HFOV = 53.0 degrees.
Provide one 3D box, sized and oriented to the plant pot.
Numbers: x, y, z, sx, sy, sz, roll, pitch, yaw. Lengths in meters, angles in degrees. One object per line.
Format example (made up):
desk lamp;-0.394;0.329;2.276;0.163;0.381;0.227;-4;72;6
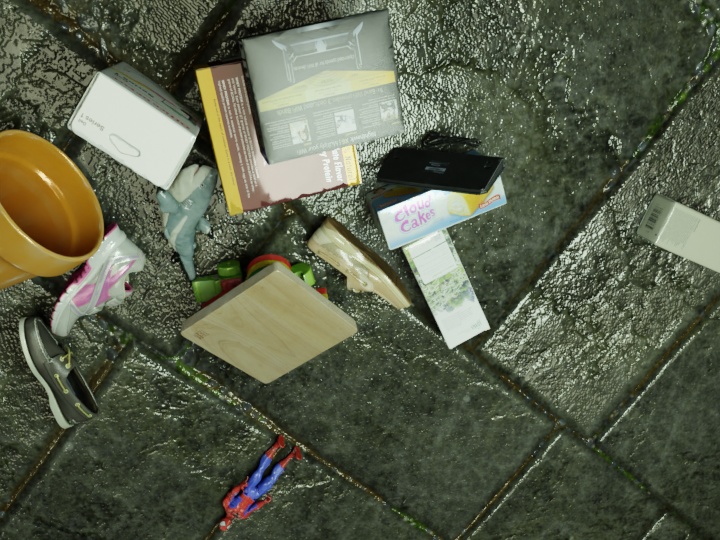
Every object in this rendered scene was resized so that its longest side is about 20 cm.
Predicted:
plant pot;-0.500;-0.062;1.019;0.181;0.201;0.202;-29;112;18

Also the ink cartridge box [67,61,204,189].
ink cartridge box;-0.297;-0.204;0.988;0.143;0.201;0.085;32;102;-18

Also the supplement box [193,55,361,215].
supplement box;-0.120;-0.211;1.043;0.195;0.133;0.202;-15;110;-10

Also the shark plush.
shark plush;-0.260;-0.065;1.097;0.081;0.091;0.205;9;111;-1

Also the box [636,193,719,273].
box;0.588;-0.057;1.255;0.196;0.069;0.084;22;104;-16

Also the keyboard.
keyboard;0.127;-0.164;1.097;0.128;0.197;0.021;-55;139;-28

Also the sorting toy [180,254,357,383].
sorting toy;-0.140;0.069;1.122;0.196;0.071;0.199;-31;135;21

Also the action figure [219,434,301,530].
action figure;-0.188;0.387;1.285;0.065;0.052;0.201;36;102;-22

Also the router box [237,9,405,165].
router box;-0.048;-0.242;0.951;0.195;0.052;0.161;-14;111;-11

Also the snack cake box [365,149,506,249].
snack cake box;0.115;-0.113;1.133;0.196;0.115;0.068;-22;113;-2

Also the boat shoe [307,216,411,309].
boat shoe;0.000;0.000;1.180;0.199;0.071;0.065;43;104;-11

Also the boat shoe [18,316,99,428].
boat shoe;-0.477;0.156;1.148;0.059;0.072;0.205;-14;118;-2

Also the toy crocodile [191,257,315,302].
toy crocodile;-0.170;0.022;1.158;0.194;0.062;0.069;-5;109;-7

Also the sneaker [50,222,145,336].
sneaker;-0.402;0.030;1.112;0.088;0.082;0.201;35;105;-22

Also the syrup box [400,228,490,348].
syrup box;0.136;0.018;1.197;0.077;0.082;0.203;-26;111;2
